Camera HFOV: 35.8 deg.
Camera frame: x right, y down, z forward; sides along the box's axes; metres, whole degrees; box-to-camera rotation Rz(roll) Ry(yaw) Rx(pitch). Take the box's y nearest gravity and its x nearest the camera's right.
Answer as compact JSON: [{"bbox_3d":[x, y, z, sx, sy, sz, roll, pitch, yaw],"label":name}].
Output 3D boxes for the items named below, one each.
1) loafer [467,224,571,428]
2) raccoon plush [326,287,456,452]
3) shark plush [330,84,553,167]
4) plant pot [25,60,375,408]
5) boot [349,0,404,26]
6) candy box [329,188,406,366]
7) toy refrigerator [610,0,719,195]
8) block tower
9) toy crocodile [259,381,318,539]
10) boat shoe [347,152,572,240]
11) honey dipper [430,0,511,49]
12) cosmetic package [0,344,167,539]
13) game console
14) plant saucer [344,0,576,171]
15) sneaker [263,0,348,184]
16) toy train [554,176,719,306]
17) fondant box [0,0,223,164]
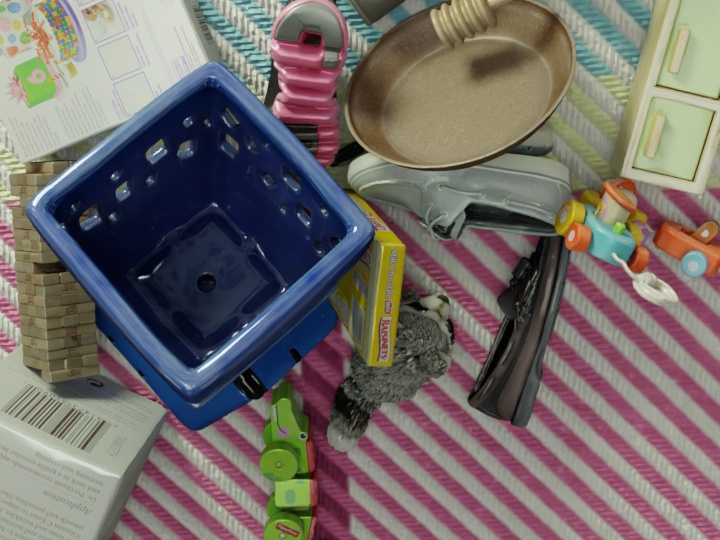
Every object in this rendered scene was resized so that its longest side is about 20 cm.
[{"bbox_3d":[0.147,0.050,1.029,0.063,0.072,0.201,12,109,6],"label":"loafer"},{"bbox_3d":[0.030,0.106,1.017,0.096,0.134,0.201,16,105,-1],"label":"raccoon plush"},{"bbox_3d":[0.069,-0.113,0.994,0.199,0.091,0.083,-20,134,4],"label":"shark plush"},{"bbox_3d":[-0.128,-0.013,0.912,0.200,0.180,0.200,-41,81,-17],"label":"plant pot"},{"bbox_3d":[0.083,-0.272,0.946,0.200,0.073,0.182,-34,87,6],"label":"boot"},{"bbox_3d":[0.000,0.000,0.960,0.026,0.200,0.103,4,106,-13],"label":"candy box"},{"bbox_3d":[0.281,-0.173,0.956,0.076,0.070,0.201,13,106,1],"label":"toy refrigerator"},{"bbox_3d":[-0.285,-0.001,1.036,0.058,0.054,0.201,6,101,47],"label":"block tower"},{"bbox_3d":[-0.064,0.206,1.088,0.061,0.068,0.201,-2,107,0],"label":"toy crocodile"},{"bbox_3d":[0.086,-0.063,0.981,0.200,0.070,0.072,4,68,6],"label":"boat shoe"},{"bbox_3d":[0.152,-0.239,0.902,0.199,0.038,0.038,-23,102,20],"label":"honey dipper"},{"bbox_3d":[-0.310,0.209,1.057,0.164,0.165,0.201,27,105,-2],"label":"cosmetic package"},{"bbox_3d":[-0.153,0.029,1.073,0.171,0.118,0.200,-42,100,-18],"label":"game console"},{"bbox_3d":[0.085,-0.152,0.937,0.199,0.201,0.037,-18,139,9],"label":"plant saucer"},{"bbox_3d":[-0.052,-0.166,0.985,0.079,0.096,0.201,7,131,-12],"label":"sneaker"},{"bbox_3d":[0.250,-0.033,0.947,0.150,0.200,0.056,33,113,20],"label":"toy train"},{"bbox_3d":[-0.238,-0.200,0.998,0.199,0.058,0.145,-20,102,9],"label":"fondant box"}]
